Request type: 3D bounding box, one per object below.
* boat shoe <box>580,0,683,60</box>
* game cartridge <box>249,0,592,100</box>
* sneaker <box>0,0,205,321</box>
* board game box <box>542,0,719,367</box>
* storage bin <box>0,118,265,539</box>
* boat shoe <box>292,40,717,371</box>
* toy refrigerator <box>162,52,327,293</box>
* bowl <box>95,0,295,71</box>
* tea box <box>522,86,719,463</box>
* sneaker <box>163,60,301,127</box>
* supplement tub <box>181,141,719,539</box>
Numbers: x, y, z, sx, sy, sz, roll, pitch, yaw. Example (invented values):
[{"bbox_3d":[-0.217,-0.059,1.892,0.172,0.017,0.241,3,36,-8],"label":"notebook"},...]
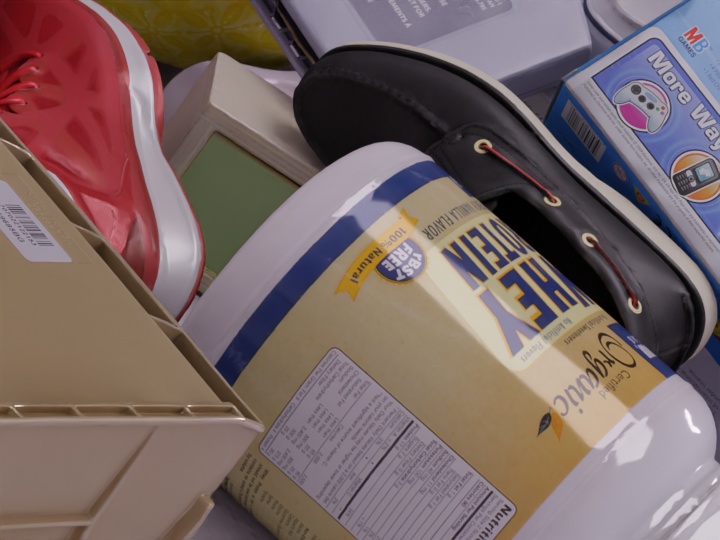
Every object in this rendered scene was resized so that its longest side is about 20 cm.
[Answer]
[{"bbox_3d":[0.193,-0.101,1.273,0.199,0.065,0.074,13,44,-1],"label":"boat shoe"},{"bbox_3d":[0.010,-0.147,1.279,0.133,0.041,0.200,-24,65,-19],"label":"game cartridge"},{"bbox_3d":[-0.138,-0.061,1.141,0.115,0.078,0.200,21,24,-40],"label":"sneaker"},{"bbox_3d":[0.211,-0.041,1.188,0.200,0.196,0.056,54,-17,12],"label":"board game box"},{"bbox_3d":[-0.161,0.013,0.922,0.200,0.094,0.198,47,22,26],"label":"storage bin"},{"bbox_3d":[0.047,-0.023,1.156,0.201,0.074,0.063,39,36,20],"label":"boat shoe"},{"bbox_3d":[0.000,0.000,1.239,0.200,0.076,0.070,33,21,-13],"label":"toy refrigerator"},{"bbox_3d":[-0.048,-0.151,1.403,0.200,0.200,0.108,-112,-174,-54],"label":"bowl"},{"bbox_3d":[0.180,-0.018,1.329,0.196,0.134,0.200,-20,53,-32],"label":"tea box"},{"bbox_3d":[-0.004,-0.053,1.346,0.200,0.073,0.085,-9,40,-48],"label":"sneaker"},{"bbox_3d":[0.039,0.065,1.064,0.200,0.145,0.144,41,21,11],"label":"supplement tub"}]
